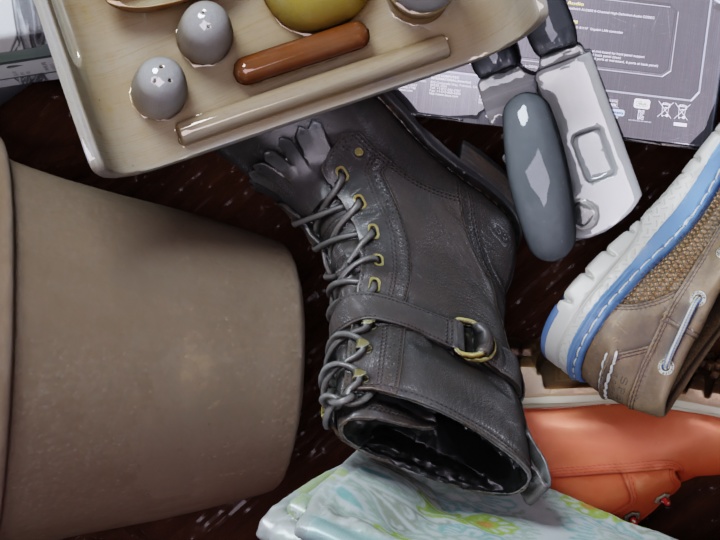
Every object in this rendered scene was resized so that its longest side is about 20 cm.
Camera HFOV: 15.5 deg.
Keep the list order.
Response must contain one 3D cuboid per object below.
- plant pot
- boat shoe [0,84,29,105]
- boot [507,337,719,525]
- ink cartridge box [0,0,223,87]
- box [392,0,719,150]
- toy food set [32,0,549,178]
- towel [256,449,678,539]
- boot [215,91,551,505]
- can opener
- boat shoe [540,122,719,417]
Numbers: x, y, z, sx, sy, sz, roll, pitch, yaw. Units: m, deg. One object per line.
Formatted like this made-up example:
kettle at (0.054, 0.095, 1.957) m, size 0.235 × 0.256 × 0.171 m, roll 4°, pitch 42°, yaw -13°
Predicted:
plant pot at (-0.119, 0.041, 1.170) m, size 0.175 × 0.200 × 0.200 m, roll 3°, pitch 96°, yaw -12°
boat shoe at (-0.241, -0.070, 1.215) m, size 0.200 × 0.072 × 0.066 m, roll -32°, pitch 88°, yaw 6°
boot at (0.120, 0.089, 1.206) m, size 0.200 × 0.075 × 0.107 m, roll 2°, pitch 100°, yaw 12°
ink cartridge box at (-0.168, -0.158, 1.159) m, size 0.200 × 0.084 × 0.146 m, roll -10°, pitch 80°, yaw -8°
box at (0.069, -0.144, 1.193) m, size 0.200 × 0.048 × 0.158 m, roll 6°, pitch 96°, yaw 4°
toy food set at (-0.039, -0.137, 1.093) m, size 0.200 × 0.060 × 0.144 m, roll -19°, pitch 81°, yaw -8°
towel at (0.071, 0.128, 1.098) m, size 0.200 × 0.171 × 0.048 m, roll 22°, pitch 104°, yaw 12°
boot at (0.000, 0.000, 1.129) m, size 0.200 × 0.174 × 0.069 m, roll 26°, pitch 131°, yaw -18°
can opener at (0.068, -0.105, 1.144) m, size 0.053 × 0.066 × 0.200 m, roll -19°, pitch 90°, yaw 8°
boat shoe at (0.170, -0.014, 1.165) m, size 0.072 × 0.072 × 0.200 m, roll 39°, pitch 79°, yaw 22°
